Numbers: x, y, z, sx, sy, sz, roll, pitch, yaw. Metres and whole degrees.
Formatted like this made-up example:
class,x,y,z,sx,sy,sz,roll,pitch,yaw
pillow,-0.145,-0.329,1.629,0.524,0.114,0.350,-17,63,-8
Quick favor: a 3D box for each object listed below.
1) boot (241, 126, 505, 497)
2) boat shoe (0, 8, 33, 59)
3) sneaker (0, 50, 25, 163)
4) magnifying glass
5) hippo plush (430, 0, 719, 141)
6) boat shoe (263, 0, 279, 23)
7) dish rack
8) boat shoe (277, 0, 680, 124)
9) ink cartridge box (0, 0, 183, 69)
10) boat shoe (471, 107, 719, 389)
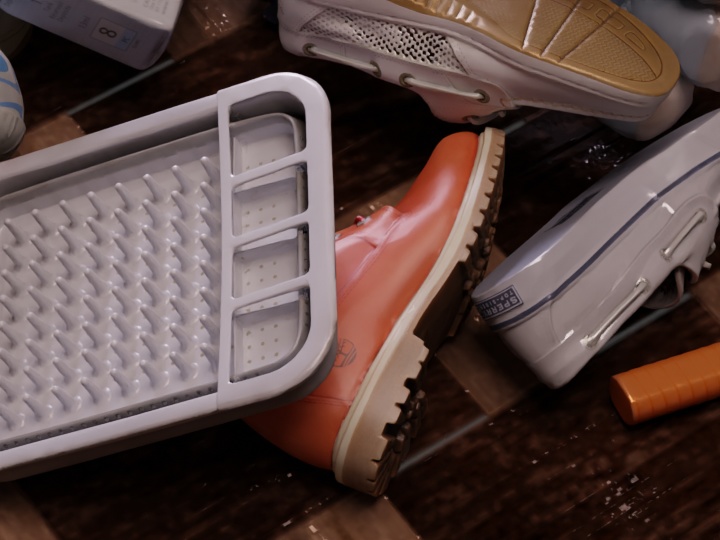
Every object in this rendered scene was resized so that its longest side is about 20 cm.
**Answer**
class,x,y,z,sx,sy,sz,roll,pitch,yaw
boot,0.000,0.000,1.243,0.107,0.075,0.200,20,55,14
boat shoe,-0.259,-0.128,1.308,0.200,0.063,0.073,-12,57,-15
sneaker,-0.258,-0.069,1.261,0.200,0.072,0.073,-10,56,-17
magnifying glass,0.210,0.033,1.273,0.200,0.022,0.080,-17,58,-17
hippo plush,0.128,-0.166,1.358,0.200,0.159,0.161,-22,23,30
boat shoe,-0.002,-0.209,1.378,0.075,0.093,0.200,38,58,19
dish rack,-0.095,0.010,1.200,0.200,0.044,0.172,-16,53,18
boat shoe,0.053,-0.103,1.283,0.200,0.069,0.071,20,36,17
ink cartridge box,-0.166,-0.205,1.300,0.200,0.047,0.160,22,59,-13
boat shoe,0.131,-0.012,1.276,0.200,0.074,0.065,-37,96,-33
